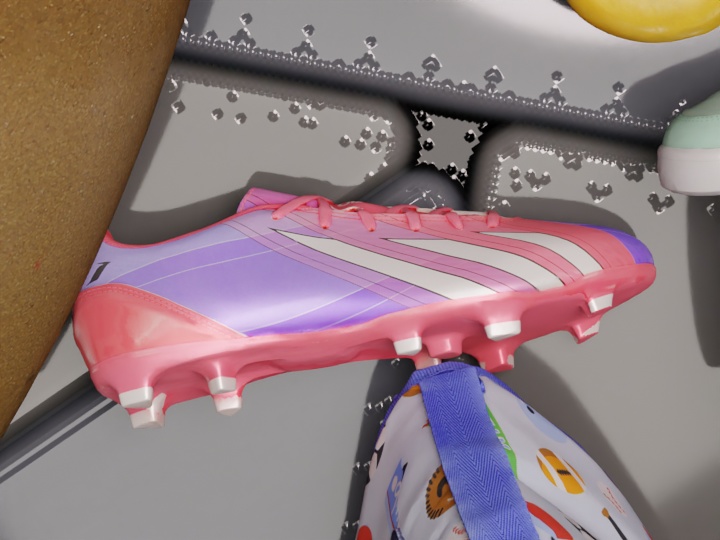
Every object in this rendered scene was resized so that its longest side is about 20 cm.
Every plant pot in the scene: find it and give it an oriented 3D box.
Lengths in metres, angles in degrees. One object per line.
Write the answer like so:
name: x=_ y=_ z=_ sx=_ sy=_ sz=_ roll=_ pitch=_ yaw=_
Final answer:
plant pot: x=-0.151 y=-0.042 z=0.780 sx=0.186 sy=0.186 sz=0.200 roll=10 pitch=113 yaw=-2

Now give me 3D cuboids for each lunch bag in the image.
lunch bag: x=0.062 y=0.145 z=0.784 sx=0.124 sy=0.170 sz=0.200 roll=-21 pitch=115 yaw=1

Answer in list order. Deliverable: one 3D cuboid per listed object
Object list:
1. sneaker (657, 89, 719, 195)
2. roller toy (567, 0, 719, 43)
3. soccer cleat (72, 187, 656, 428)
sneaker: x=0.167 y=-0.109 z=0.803 sx=0.200 sy=0.074 sz=0.118 roll=-29 pitch=104 yaw=-10
roller toy: x=0.069 y=-0.188 z=0.763 sx=0.200 sy=0.140 sz=0.183 roll=34 pitch=100 yaw=6
soccer cleat: x=0.000 y=0.000 z=0.835 sx=0.200 sy=0.067 sz=0.077 roll=-11 pitch=75 yaw=-3
